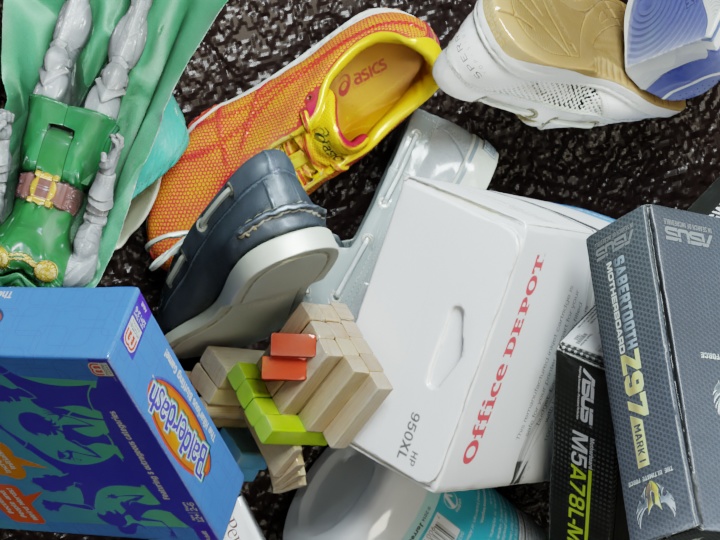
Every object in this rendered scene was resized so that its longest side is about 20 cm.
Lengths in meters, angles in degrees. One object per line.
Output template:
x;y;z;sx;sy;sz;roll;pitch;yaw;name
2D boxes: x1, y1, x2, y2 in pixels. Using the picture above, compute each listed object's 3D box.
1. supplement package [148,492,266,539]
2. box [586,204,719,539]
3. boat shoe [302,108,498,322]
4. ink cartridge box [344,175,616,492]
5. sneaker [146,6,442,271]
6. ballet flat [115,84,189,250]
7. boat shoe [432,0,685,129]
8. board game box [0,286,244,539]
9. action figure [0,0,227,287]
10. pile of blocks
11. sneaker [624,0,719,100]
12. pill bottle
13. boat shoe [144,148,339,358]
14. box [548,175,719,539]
-0.107;0.253;0.845;0.199;0.147;0.193;-29;85;-7;supplement package
0.210;0.060;0.775;0.198;0.051;0.159;9;66;-31;box
0.000;0.000;0.892;0.071;0.070;0.202;32;94;-4;boat shoe
0.085;0.036;0.859;0.199;0.084;0.146;6;105;-55;ink cartridge box
-0.041;-0.071;0.848;0.200;0.077;0.073;-42;112;7;sneaker
-0.163;-0.018;0.837;0.200;0.067;0.070;-48;126;2;ballet flat
0.111;-0.112;0.869;0.069;0.071;0.199;-34;155;33;boat shoe
-0.175;0.072;0.772;0.198;0.045;0.153;0;139;22;board game box
-0.148;-0.061;0.777;0.117;0.055;0.202;15;88;9;action figure
-0.074;0.080;0.823;0.062;0.199;0.083;8;64;-44;pile of blocks
0.227;-0.173;0.877;0.115;0.080;0.201;36;62;-30;sneaker
0.057;0.183;0.926;0.200;0.111;0.111;40;91;-21;pill bottle
-0.070;-0.001;0.810;0.074;0.200;0.062;-14;77;-21;boat shoe
0.173;0.073;0.883;0.200;0.047;0.195;-39;137;-40;box
